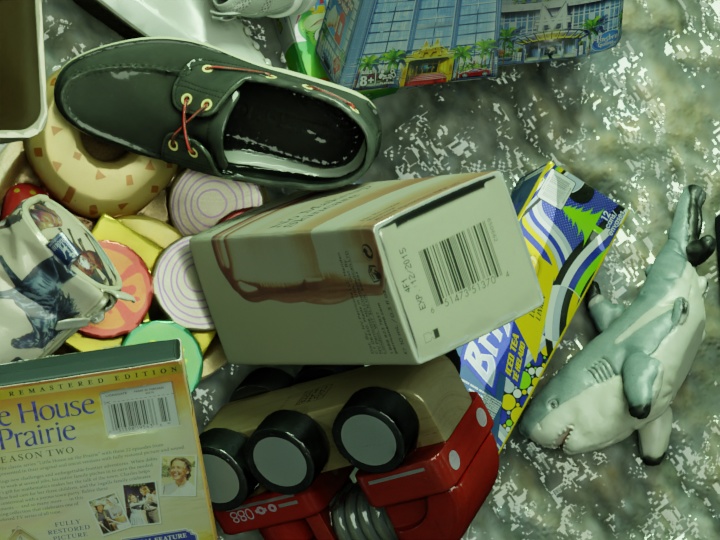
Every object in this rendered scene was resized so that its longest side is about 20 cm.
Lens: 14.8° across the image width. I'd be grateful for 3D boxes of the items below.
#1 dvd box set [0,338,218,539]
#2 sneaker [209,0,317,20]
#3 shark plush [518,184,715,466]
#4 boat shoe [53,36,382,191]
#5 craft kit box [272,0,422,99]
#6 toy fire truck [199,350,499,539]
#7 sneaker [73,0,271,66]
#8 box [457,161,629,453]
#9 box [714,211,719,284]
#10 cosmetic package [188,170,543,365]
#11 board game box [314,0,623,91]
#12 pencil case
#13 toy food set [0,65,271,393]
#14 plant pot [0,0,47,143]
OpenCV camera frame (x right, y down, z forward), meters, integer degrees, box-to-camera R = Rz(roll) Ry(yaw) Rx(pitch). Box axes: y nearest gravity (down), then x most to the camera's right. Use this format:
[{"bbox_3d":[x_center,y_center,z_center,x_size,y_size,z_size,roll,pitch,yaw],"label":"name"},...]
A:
[{"bbox_3d":[-0.160,0.141,1.619,0.146,0.029,0.200,-9,117,0],"label":"dvd box set"},{"bbox_3d":[-0.067,-0.244,1.668,0.082,0.075,0.200,-27,114,-48],"label":"sneaker"},{"bbox_3d":[0.175,0.029,1.769,0.083,0.091,0.200,19,81,21],"label":"shark plush"},{"bbox_3d":[-0.086,-0.094,1.661,0.201,0.063,0.074,10,104,-1],"label":"boat shoe"},{"bbox_3d":[0.030,-0.219,1.783,0.200,0.049,0.198,-15,83,-15],"label":"craft kit box"},{"bbox_3d":[0.004,0.161,1.657,0.200,0.176,0.129,62,33,-18],"label":"toy fire truck"},{"bbox_3d":[-0.094,-0.159,1.727,0.200,0.073,0.085,39,77,-3],"label":"sneaker"},{"bbox_3d":[0.090,0.034,1.742,0.064,0.070,0.200,32,76,-8],"label":"box"},{"bbox_3d":[0.315,0.042,1.729,0.124,0.197,0.200,-1,81,-15],"label":"box"},{"bbox_3d":[0.000,0.000,1.623,0.103,0.200,0.087,-26,102,-34],"label":"cosmetic package"},{"bbox_3d":[0.077,-0.218,1.685,0.200,0.062,0.200,-7,123,-14],"label":"board game box"},{"bbox_3d":[-0.229,0.052,1.631,0.200,0.078,0.089,-46,57,7],"label":"pencil case"},{"bbox_3d":[-0.140,-0.018,1.708,0.198,0.049,0.200,31,75,-7],"label":"toy food set"},{"bbox_3d":[-0.296,-0.159,1.625,0.200,0.177,0.200,-1,82,-13],"label":"plant pot"}]
